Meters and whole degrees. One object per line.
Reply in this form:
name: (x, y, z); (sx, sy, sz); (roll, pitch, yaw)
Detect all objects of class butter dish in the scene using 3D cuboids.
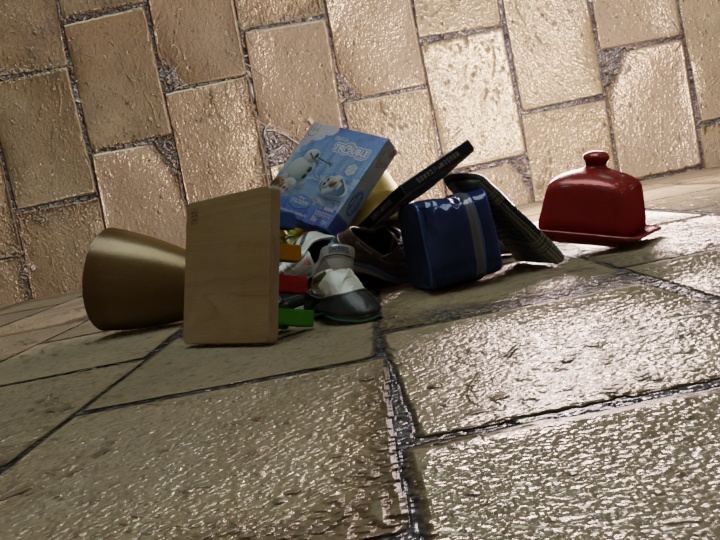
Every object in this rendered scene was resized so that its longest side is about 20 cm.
butter dish: (0.388, -0.124, 1.563); (0.198, 0.150, 0.199); (6, 11, 29)

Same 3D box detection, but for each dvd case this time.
dvd case: (0.087, -0.133, 1.528); (0.150, 0.025, 0.200); (-35, -2, -24)

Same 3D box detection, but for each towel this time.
towel: (0.222, -0.082, 1.516); (0.035, 0.192, 0.200); (-48, 12, -3)

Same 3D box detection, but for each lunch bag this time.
lunch bag: (0.142, -0.049, 1.460); (0.131, 0.138, 0.200); (-11, 4, -7)

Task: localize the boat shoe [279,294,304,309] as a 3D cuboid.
boat shoe: (-0.151, 0.046, 1.451); (0.198, 0.068, 0.072); (-12, 3, -32)

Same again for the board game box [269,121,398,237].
board game box: (-0.062, -0.163, 1.678); (0.199, 0.043, 0.200); (19, 69, 42)

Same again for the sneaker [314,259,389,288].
sneaker: (0.000, 0.000, 1.628); (0.198, 0.077, 0.090); (-16, 13, -32)

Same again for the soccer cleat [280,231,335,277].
soccer cleat: (-0.115, 0.003, 1.548); (0.085, 0.069, 0.200); (1, 37, 50)

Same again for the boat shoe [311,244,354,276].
boat shoe: (-0.038, 0.021, 1.476); (0.071, 0.067, 0.200); (2, -18, -9)

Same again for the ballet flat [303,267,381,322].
ballet flat: (-0.037, 0.033, 1.317); (0.067, 0.069, 0.199); (-14, 6, -26)

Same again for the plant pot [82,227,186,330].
plant pot: (-0.363, 0.021, 1.689); (0.198, 0.189, 0.186); (3, 9, 16)

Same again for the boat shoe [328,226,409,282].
boat shoe: (0.041, -0.031, 1.558); (0.198, 0.073, 0.072); (5, -42, -40)

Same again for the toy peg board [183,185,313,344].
toy peg board: (-0.149, 0.001, 1.302); (0.097, 0.202, 0.199); (6, -8, -43)

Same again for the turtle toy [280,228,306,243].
turtle toy: (-0.143, -0.008, 1.738); (0.101, 0.147, 0.199); (-33, -9, 33)

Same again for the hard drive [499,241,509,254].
hard drive: (0.200, -0.057, 1.764); (0.131, 0.026, 0.199); (22, -17, -38)

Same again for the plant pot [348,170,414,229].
plant pot: (0.003, -0.113, 1.751); (0.198, 0.190, 0.201); (-14, -29, -8)
